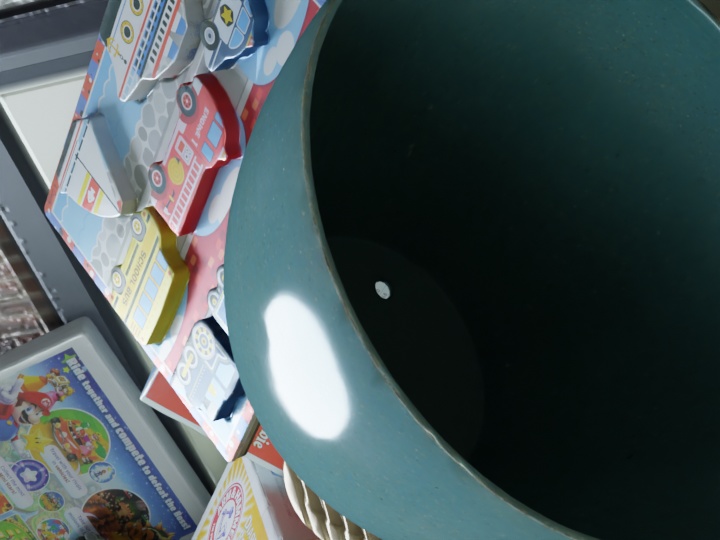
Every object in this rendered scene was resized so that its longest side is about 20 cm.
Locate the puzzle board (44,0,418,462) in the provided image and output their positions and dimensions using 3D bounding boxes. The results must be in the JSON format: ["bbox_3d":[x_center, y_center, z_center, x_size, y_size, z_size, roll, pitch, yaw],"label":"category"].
[{"bbox_3d":[-0.062,-0.045,0.734,0.151,0.017,0.201,49,134,26],"label":"puzzle board"}]

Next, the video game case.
[{"bbox_3d":[-0.183,0.118,0.932,0.199,0.018,0.144,-24,119,11],"label":"video game case"}]

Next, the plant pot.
[{"bbox_3d":[0.035,0.010,0.600,0.200,0.201,0.135,37,142,-14],"label":"plant pot"}]

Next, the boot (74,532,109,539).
[{"bbox_3d":[-0.094,0.230,0.970,0.199,0.073,0.182,30,118,-31],"label":"boot"}]

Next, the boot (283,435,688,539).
[{"bbox_3d":[0.088,0.062,0.740,0.198,0.166,0.073,-4,102,32],"label":"boot"}]

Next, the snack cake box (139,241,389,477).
[{"bbox_3d":[0.000,0.000,0.782,0.114,0.067,0.201,27,132,-6],"label":"snack cake box"}]

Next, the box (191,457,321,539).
[{"bbox_3d":[-0.040,0.193,0.865,0.101,0.113,0.201,20,107,-20],"label":"box"}]
